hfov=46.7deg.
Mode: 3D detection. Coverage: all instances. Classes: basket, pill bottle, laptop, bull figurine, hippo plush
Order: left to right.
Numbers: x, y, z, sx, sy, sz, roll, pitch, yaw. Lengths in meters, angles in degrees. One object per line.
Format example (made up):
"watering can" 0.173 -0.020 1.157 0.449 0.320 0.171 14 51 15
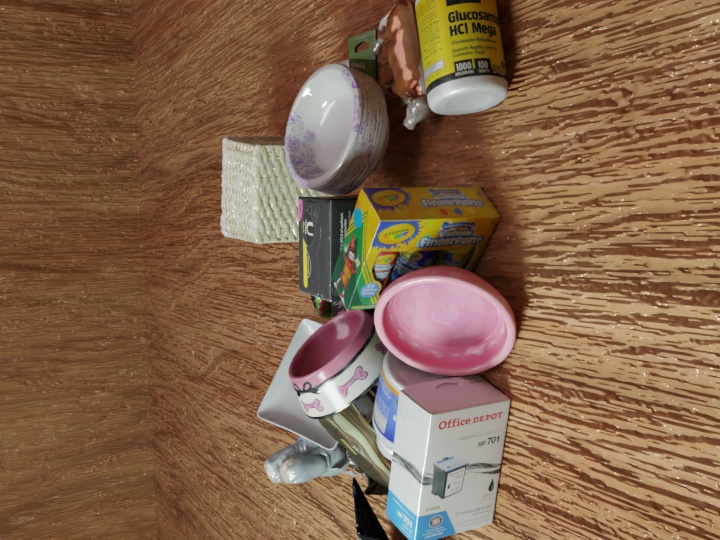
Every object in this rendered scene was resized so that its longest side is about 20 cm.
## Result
"basket" -0.158 -0.156 1.635 0.160 0.194 0.205 22 112 57
"hippo plush" -0.096 0.300 1.538 0.197 0.158 0.165 -11 81 35
"laptop" 0.068 0.456 1.374 0.201 0.101 0.180 -98 -15 -61
"bull figurine" 0.072 -0.316 1.303 0.121 0.064 0.205 173 93 -65
"pill bottle" 0.077 0.210 1.297 0.203 0.110 0.113 98 152 -44
"pill bottle" 0.133 -0.325 1.129 0.112 0.110 0.205 -19 77 62

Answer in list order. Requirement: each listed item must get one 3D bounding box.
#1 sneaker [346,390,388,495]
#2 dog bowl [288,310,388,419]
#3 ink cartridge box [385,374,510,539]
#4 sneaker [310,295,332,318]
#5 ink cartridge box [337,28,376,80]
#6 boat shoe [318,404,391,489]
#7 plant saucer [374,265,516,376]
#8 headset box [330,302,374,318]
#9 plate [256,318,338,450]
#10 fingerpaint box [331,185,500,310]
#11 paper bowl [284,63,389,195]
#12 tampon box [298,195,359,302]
"sneaker" 0.011 0.303 1.482 0.078 0.080 0.203 -58 44 48
"dog bowl" -0.036 0.145 1.369 0.074 0.200 0.199 50 158 -17
"ink cartridge box" 0.123 0.266 1.187 0.086 0.143 0.205 33 123 54
"sneaker" -0.071 -0.008 1.611 0.084 0.075 0.204 40 127 49
"ink cartridge box" -0.018 -0.319 1.484 0.103 0.058 0.205 8 101 62
"boat shoe" 0.015 0.282 1.391 0.071 0.076 0.201 -3 130 54
"plant saucer" 0.118 0.065 1.157 0.202 0.197 0.051 119 170 -46
"headset box" 0.000 0.000 1.472 0.149 0.076 0.205 -36 63 59
"plate" -0.071 0.202 1.489 0.197 0.032 0.203 14 71 39
"fingerpaint box" 0.077 -0.031 1.183 0.074 0.196 0.169 61 143 39
"paper bowl" -0.029 -0.224 1.358 0.199 0.103 0.206 -17 68 49
"tampon box" 0.013 -0.040 1.308 0.126 0.196 0.154 13 105 61
